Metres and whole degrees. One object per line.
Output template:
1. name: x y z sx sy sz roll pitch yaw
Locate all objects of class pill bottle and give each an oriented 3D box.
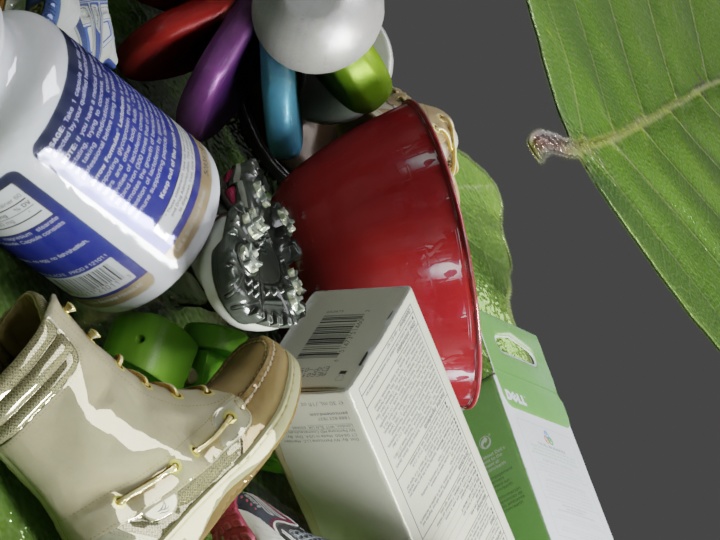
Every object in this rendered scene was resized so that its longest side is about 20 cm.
1. pill bottle: -0.179 -0.071 1.567 0.200 0.115 0.116 40 30 -40

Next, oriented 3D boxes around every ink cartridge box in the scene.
1. ink cartridge box: 0.109 0.134 1.978 0.104 0.059 0.201 23 43 -55

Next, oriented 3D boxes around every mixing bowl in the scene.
1. mixing bowl: 0.000 0.000 1.805 0.200 0.108 0.202 168 -90 -80

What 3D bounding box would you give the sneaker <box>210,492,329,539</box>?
1. sneaker: 0.003 0.182 1.626 0.199 0.081 0.075 32 66 -14

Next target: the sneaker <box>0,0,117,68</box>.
1. sneaker: -0.185 -0.155 1.730 0.088 0.075 0.201 58 27 -34

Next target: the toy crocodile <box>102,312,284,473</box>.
1. toy crocodile: -0.078 0.074 1.680 0.200 0.061 0.068 28 71 -54

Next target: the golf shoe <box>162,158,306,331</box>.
1. golf shoe: -0.082 0.002 1.662 0.078 0.088 0.200 61 6 -13

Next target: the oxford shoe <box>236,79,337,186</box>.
1. oxford shoe: -0.042 -0.118 1.940 0.201 0.084 0.073 58 22 -8

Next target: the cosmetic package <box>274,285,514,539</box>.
1. cosmetic package: 0.016 0.119 1.696 0.104 0.073 0.201 -56 134 -46

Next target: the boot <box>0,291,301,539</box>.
1. boot: -0.125 0.064 1.540 0.156 0.073 0.200 50 48 -15

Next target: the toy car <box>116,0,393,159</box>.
1. toy car: -0.076 -0.153 1.817 0.200 0.150 0.175 42 -8 10

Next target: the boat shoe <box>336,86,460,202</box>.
1. boat shoe: 0.034 -0.087 1.968 0.200 0.069 0.074 -132 -148 -60
